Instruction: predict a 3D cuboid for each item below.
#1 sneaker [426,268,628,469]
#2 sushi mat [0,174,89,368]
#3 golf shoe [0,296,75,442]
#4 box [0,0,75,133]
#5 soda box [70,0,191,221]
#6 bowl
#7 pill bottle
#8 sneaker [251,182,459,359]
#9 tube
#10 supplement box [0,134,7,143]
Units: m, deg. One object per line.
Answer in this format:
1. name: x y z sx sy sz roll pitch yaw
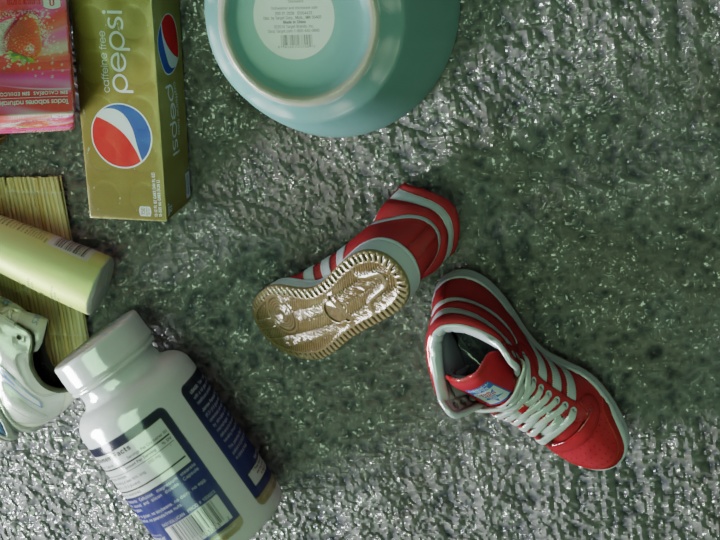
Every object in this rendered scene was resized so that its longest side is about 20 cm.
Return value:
1. sneaker: 0.123 0.095 0.884 0.200 0.113 0.071 44 112 -4
2. sushi mat: -0.283 0.017 1.009 0.094 0.012 0.204 -1 108 15
3. golf shoe: -0.307 0.042 0.981 0.096 0.079 0.202 -23 111 15
4. box: -0.311 -0.150 0.860 0.196 0.102 0.097 -5 91 -15
5. soda box: -0.176 -0.144 0.902 0.066 0.064 0.204 3 109 11
6. bowl: -0.032 -0.184 0.836 0.197 0.105 0.204 4 110 10
7. pill bottle: -0.162 0.138 0.972 0.110 0.111 0.202 -30 100 20
8. sneaker: 0.000 0.000 0.921 0.199 0.113 0.072 -24 107 50
9. tube: -0.300 -0.024 0.960 0.197 0.052 0.058 24 132 1
10. supplement box: -0.378 -0.163 0.940 0.068 0.067 0.201 -37 97 21
